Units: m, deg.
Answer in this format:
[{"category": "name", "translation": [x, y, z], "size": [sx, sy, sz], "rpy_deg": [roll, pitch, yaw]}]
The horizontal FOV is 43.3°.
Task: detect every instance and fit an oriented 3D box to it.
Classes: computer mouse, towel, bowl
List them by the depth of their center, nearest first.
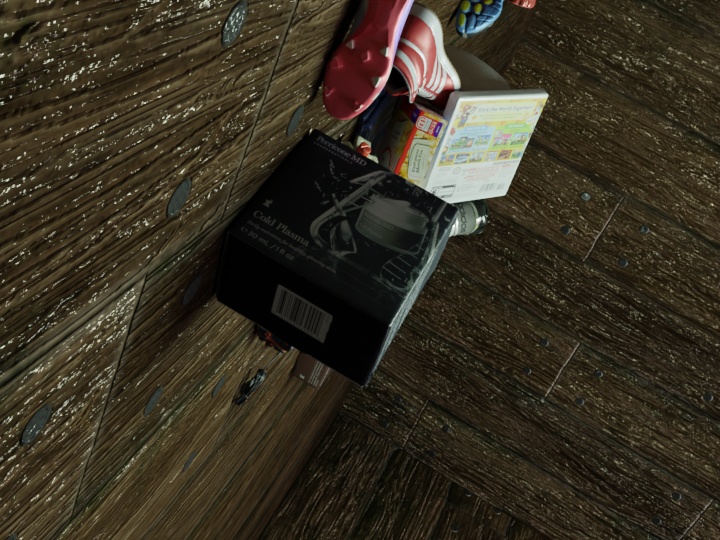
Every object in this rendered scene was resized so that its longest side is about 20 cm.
[{"category": "towel", "translation": [0.019, -0.200, 1.375], "size": [0.148, 0.024, 0.201], "rpy_deg": [-58, 173, -35]}, {"category": "bowl", "translation": [0.132, -0.248, 1.451], "size": [0.074, 0.200, 0.203], "rpy_deg": [2, 122, -43]}, {"category": "computer mouse", "translation": [-0.146, 0.133, 1.477], "size": [0.201, 0.034, 0.059], "rpy_deg": [-54, -172, -20]}]

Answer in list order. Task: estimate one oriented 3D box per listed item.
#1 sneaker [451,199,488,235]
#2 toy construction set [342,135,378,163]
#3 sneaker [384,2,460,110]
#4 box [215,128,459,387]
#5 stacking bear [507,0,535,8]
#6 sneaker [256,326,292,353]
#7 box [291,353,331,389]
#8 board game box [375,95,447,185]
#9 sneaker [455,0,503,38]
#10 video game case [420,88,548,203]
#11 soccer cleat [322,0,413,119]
[{"category": "sneaker", "translation": [0.167, -0.092, 1.498], "size": [0.200, 0.086, 0.075], "rpy_deg": [-93, 176, -84]}, {"category": "toy construction set", "translation": [-0.023, -0.078, 1.244], "size": [0.132, 0.091, 0.202], "rpy_deg": [-54, 170, -49]}, {"category": "sneaker", "translation": [0.076, -0.256, 1.238], "size": [0.114, 0.070, 0.201], "rpy_deg": [-59, 151, -15]}, {"category": "box", "translation": [-0.024, -0.018, 1.009], "size": [0.198, 0.198, 0.125], "rpy_deg": [-55, 171, -41]}, {"category": "stacking bear", "translation": [0.269, -0.557, 1.497], "size": [0.114, 0.120, 0.203], "rpy_deg": [-45, 155, -61]}, {"category": "sneaker", "translation": [-0.099, 0.036, 1.288], "size": [0.201, 0.074, 0.079], "rpy_deg": [-57, -172, 53]}, {"category": "box", "translation": [-0.070, 0.159, 1.984], "size": [0.101, 0.074, 0.200], "rpy_deg": [-65, 171, 31]}, {"category": "board game box", "translation": [0.055, -0.149, 1.331], "size": [0.152, 0.046, 0.203], "rpy_deg": [-110, -139, -69]}, {"category": "sneaker", "translation": [0.217, -0.458, 1.631], "size": [0.200, 0.070, 0.084], "rpy_deg": [-58, 168, -51]}, {"category": "video game case", "translation": [0.180, -0.186, 1.366], "size": [0.197, 0.023, 0.184], "rpy_deg": [-11, 133, -38]}, {"category": "soccer cleat", "translation": [0.017, -0.255, 0.957], "size": [0.077, 0.066, 0.203], "rpy_deg": [-58, 172, -64]}]
